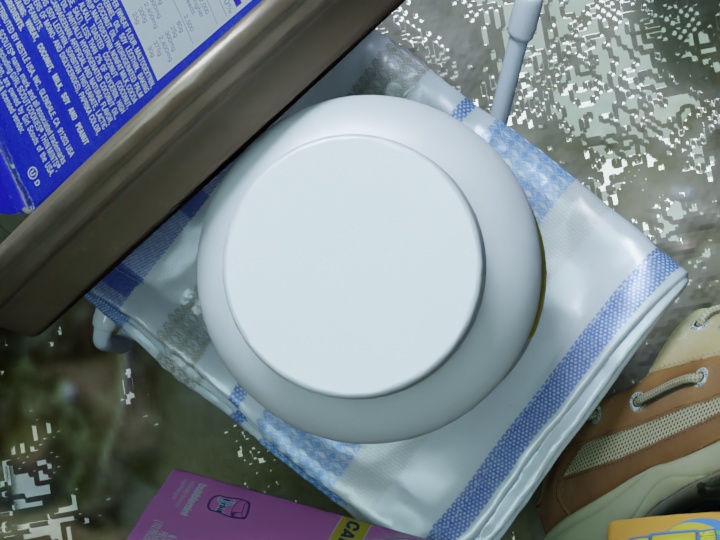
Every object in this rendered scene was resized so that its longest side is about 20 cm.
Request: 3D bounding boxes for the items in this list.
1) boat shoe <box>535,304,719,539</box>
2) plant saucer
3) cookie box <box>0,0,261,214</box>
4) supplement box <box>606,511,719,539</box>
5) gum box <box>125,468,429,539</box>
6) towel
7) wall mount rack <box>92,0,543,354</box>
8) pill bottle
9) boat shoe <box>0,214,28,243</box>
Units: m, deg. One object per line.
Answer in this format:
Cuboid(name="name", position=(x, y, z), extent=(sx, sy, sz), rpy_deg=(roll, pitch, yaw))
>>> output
Cuboid(name="boat shoe", position=(0.132, 0.046, 0.924), extent=(0.200, 0.075, 0.074), rpy_deg=(-34, 59, 37))
Cuboid(name="plant saucer", position=(-0.051, -0.045, 0.841), extent=(0.200, 0.200, 0.029), rpy_deg=(-42, 94, 3))
Cuboid(name="cookie box", position=(-0.117, -0.105, 0.893), extent=(0.171, 0.200, 0.075), rpy_deg=(3, 127, 41))
Cuboid(name="supplement box", position=(0.123, 0.185, 0.908), extent=(0.068, 0.067, 0.201), rpy_deg=(-2, 111, 9))
Cuboid(name="gum box", position=(-0.035, 0.183, 0.932), extent=(0.113, 0.066, 0.201), rpy_deg=(15, 118, 10))
Cuboid(name="towel", position=(0.000, 0.000, 0.936), extent=(0.200, 0.024, 0.147), rpy_deg=(39, 92, 9))
Cuboid(name="wall mount rack", position=(-0.014, -0.034, 0.985), extent=(0.199, 0.075, 0.175), rpy_deg=(18, 86, 9))
Cuboid(name="pill bottle", position=(0.006, 0.000, 0.820), extent=(0.104, 0.200, 0.105), rpy_deg=(0, 89, 4))
Cuboid(name="boat shoe", position=(-0.165, -0.012, 0.967), extent=(0.063, 0.074, 0.202), rpy_deg=(23, 70, 27))
